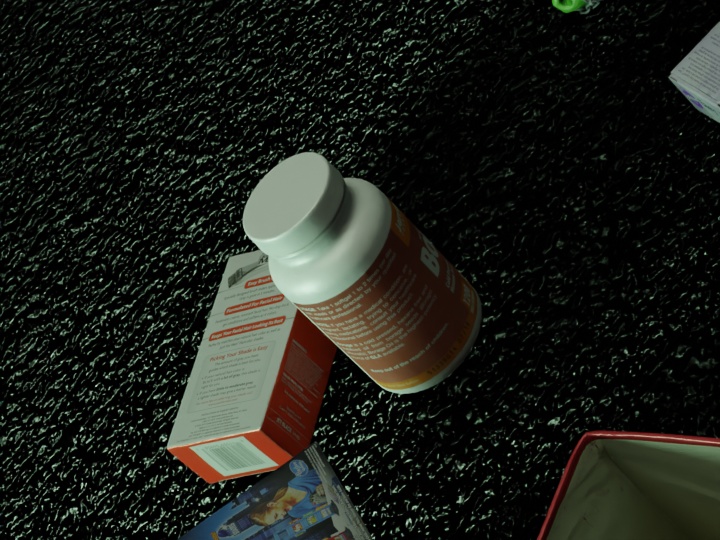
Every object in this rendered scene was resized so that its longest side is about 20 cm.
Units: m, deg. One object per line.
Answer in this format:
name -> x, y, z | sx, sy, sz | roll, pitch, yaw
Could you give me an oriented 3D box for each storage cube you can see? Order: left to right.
storage cube -> 0.214, 0.218, 1.343 | 0.199, 0.180, 0.172 | -1, 55, 46

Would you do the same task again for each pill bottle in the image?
pill bottle -> 0.000, 0.000, 1.757 | 0.112, 0.200, 0.113 | -26, 40, 24

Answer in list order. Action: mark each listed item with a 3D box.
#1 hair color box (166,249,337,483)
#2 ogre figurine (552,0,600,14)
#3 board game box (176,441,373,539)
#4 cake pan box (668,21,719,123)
hair color box -> -0.080, 0.074, 1.887 | 0.110, 0.064, 0.201 | -14, 47, 38
ogre figurine -> 0.241, -0.312, 1.911 | 0.200, 0.098, 0.120 | -43, 22, -15
board game box -> -0.081, 0.244, 1.665 | 0.199, 0.062, 0.200 | -26, 34, -5
cake pan box -> 0.353, -0.172, 1.696 | 0.184, 0.052, 0.200 | -46, 35, -3
